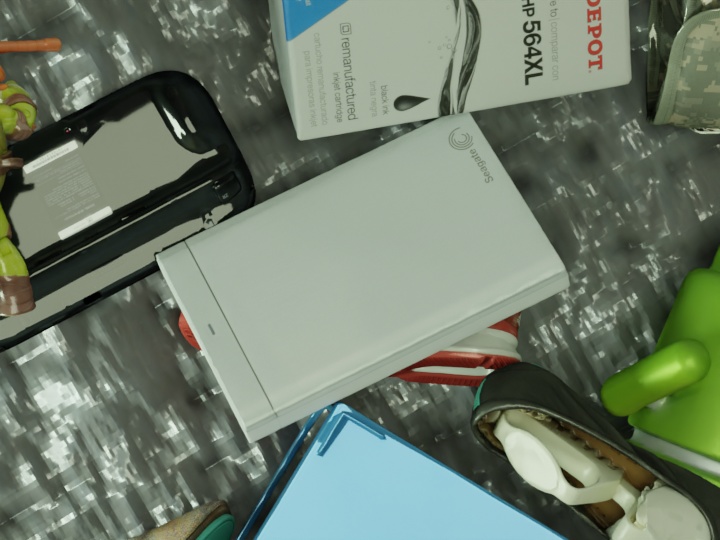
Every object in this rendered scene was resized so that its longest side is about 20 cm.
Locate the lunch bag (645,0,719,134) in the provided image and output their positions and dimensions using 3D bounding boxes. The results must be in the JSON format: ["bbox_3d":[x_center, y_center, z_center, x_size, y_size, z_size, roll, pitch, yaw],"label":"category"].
[{"bbox_3d":[0.256,-0.170,1.687,0.164,0.118,0.200,3,98,-7],"label":"lunch bag"}]

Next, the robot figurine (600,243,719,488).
[{"bbox_3d":[0.222,0.077,1.691,0.175,0.116,0.200,22,90,-34],"label":"robot figurine"}]

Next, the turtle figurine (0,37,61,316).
[{"bbox_3d":[-0.214,-0.053,1.603,0.064,0.200,0.162,4,106,30],"label":"turtle figurine"}]

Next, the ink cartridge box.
[{"bbox_3d":[0.049,-0.169,1.646,0.200,0.084,0.146,-10,126,-6],"label":"ink cartridge box"}]

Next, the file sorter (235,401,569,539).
[{"bbox_3d":[0.029,0.180,1.670,0.200,0.123,0.139,31,88,-8],"label":"file sorter"}]

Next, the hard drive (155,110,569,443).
[{"bbox_3d":[0.000,0.000,1.638,0.200,0.027,0.132,-26,57,-6],"label":"hard drive"}]

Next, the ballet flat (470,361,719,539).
[{"bbox_3d":[0.141,0.128,1.622,0.200,0.068,0.068,34,120,14],"label":"ballet flat"}]

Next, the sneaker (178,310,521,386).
[{"bbox_3d":[-0.002,0.003,1.697,0.200,0.078,0.116,7,69,-1],"label":"sneaker"}]

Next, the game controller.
[{"bbox_3d":[-0.164,-0.035,1.683,0.200,0.042,0.104,-28,81,-5],"label":"game controller"}]

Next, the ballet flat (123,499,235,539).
[{"bbox_3d":[-0.150,0.207,1.681,0.067,0.068,0.200,31,87,19],"label":"ballet flat"}]
